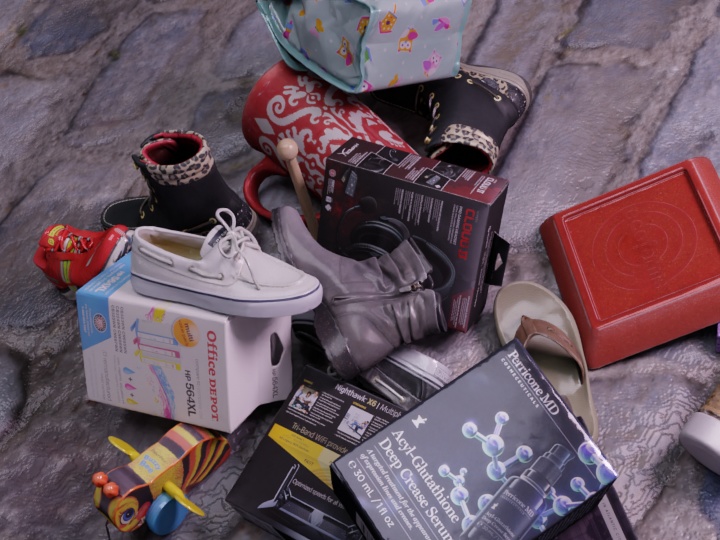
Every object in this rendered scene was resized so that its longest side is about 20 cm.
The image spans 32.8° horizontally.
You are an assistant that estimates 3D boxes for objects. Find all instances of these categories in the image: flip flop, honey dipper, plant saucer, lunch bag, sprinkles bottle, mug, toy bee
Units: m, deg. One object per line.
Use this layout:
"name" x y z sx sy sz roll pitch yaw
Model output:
"flip flop" 0.184 0.091 1.212 0.080 0.058 0.202 -16 56 8
"honey dipper" -0.058 -0.066 1.308 0.037 0.201 0.038 -7 51 10
"plant saucer" 0.296 -0.020 1.264 0.198 0.037 0.201 -22 50 12
"lunch bag" -0.003 -0.286 1.394 0.169 0.123 0.199 -17 37 -41
"sprinkles bottle" 0.378 0.096 1.136 0.068 0.068 0.201 32 77 32
"mug" -0.034 -0.124 1.420 0.133 0.179 0.200 -12 44 -45
"toy bee" -0.210 0.217 1.190 0.129 0.109 0.201 12 57 20

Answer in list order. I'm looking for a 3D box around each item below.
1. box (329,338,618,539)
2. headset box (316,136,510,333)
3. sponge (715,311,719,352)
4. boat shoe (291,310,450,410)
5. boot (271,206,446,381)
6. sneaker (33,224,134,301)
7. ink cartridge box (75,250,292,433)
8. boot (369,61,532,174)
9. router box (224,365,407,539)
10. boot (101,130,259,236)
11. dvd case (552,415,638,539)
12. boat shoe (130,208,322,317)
"box" 0.095 0.184 1.055 0.199 0.107 0.149 -33 71 -13
"headset box" 0.059 -0.035 1.268 0.198 0.151 0.077 18 29 17
"sponge" 0.424 -0.003 1.248 0.110 0.030 0.202 3 54 17
"boat shoe" -0.004 0.094 1.254 0.199 0.072 0.071 21 75 36
"boot" 0.000 0.000 1.226 0.131 0.070 0.202 -29 73 4
"sneaker" -0.313 -0.017 1.351 0.199 0.085 0.077 -20 34 55
"ink cartridge box" -0.169 0.069 1.253 0.198 0.130 0.125 9 26 22
"boot" 0.086 -0.181 1.427 0.201 0.074 0.154 11 44 17
"router box" -0.008 0.200 1.168 0.198 0.052 0.158 22 69 30
"boot" -0.228 -0.093 1.389 0.201 0.154 0.074 3 56 23
"dvd case" 0.141 0.237 1.125 0.198 0.016 0.150 -26 51 7
"boat shoe" -0.131 -0.014 1.176 0.199 0.087 0.075 10 26 21
